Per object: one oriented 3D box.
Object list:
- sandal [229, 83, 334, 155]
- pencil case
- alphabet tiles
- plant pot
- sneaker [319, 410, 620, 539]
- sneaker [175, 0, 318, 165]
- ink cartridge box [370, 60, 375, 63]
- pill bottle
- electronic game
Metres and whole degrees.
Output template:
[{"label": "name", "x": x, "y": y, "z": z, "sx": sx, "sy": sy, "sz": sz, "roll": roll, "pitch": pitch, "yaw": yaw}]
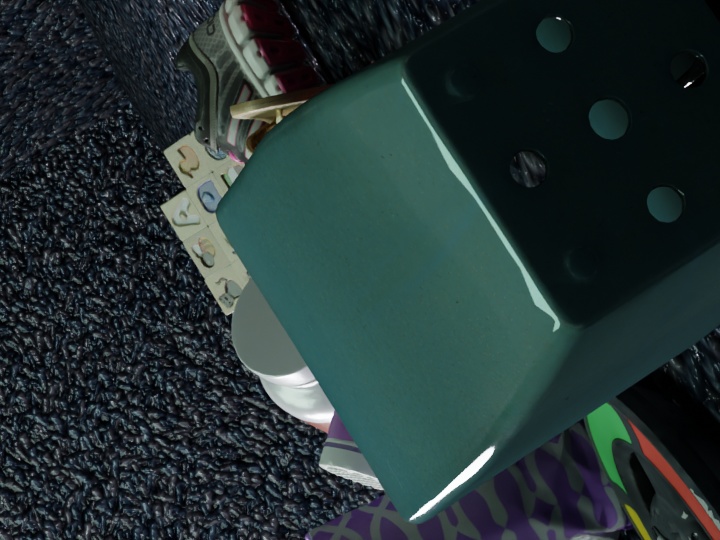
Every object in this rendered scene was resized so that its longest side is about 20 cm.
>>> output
[{"label": "sandal", "x": -0.029, "y": -0.075, "z": 1.122, "sx": 0.212, "sy": 0.077, "sz": 0.070, "roll": -54, "pitch": -47, "yaw": -83}, {"label": "pencil case", "x": 0.063, "y": 0.158, "z": 1.093, "sx": 0.084, "sy": 0.199, "sz": 0.086, "roll": -122, "pitch": 7, "yaw": -77}, {"label": "alphabet tiles", "x": -0.062, "y": -0.044, "z": 1.351, "sx": 0.199, "sy": 0.006, "sz": 0.167, "roll": -28, "pitch": 96, "yaw": 40}, {"label": "plant pot", "x": 0.054, "y": -0.019, "z": 0.595, "sx": 0.142, "sy": 0.141, "sz": 0.200, "roll": 57, "pitch": 166, "yaw": 5}, {"label": "sneaker", "x": 0.083, "y": 0.104, "z": 1.183, "sx": 0.199, "sy": 0.115, "sz": 0.073, "roll": 19, "pitch": 165, "yaw": 3}, {"label": "sneaker", "x": -0.066, "y": -0.093, "z": 1.271, "sx": 0.074, "sy": 0.087, "sz": 0.201, "roll": -31, "pitch": -84, "yaw": -59}, {"label": "ink cartridge box", "x": 0.040, "y": -0.010, "z": 1.049, "sx": 0.201, "sy": 0.067, "sz": 0.116, "roll": 62, "pitch": 173, "yaw": -28}, {"label": "pill bottle", "x": -0.004, "y": 0.063, "z": 1.298, "sx": 0.112, "sy": 0.112, "sz": 0.200, "roll": 54, "pitch": -169, "yaw": 34}, {"label": "electronic game", "x": 0.167, "y": 0.138, "z": 0.878, "sx": 0.201, "sy": 0.041, "sz": 0.200, "roll": 58, "pitch": 174, "yaw": 9}]
